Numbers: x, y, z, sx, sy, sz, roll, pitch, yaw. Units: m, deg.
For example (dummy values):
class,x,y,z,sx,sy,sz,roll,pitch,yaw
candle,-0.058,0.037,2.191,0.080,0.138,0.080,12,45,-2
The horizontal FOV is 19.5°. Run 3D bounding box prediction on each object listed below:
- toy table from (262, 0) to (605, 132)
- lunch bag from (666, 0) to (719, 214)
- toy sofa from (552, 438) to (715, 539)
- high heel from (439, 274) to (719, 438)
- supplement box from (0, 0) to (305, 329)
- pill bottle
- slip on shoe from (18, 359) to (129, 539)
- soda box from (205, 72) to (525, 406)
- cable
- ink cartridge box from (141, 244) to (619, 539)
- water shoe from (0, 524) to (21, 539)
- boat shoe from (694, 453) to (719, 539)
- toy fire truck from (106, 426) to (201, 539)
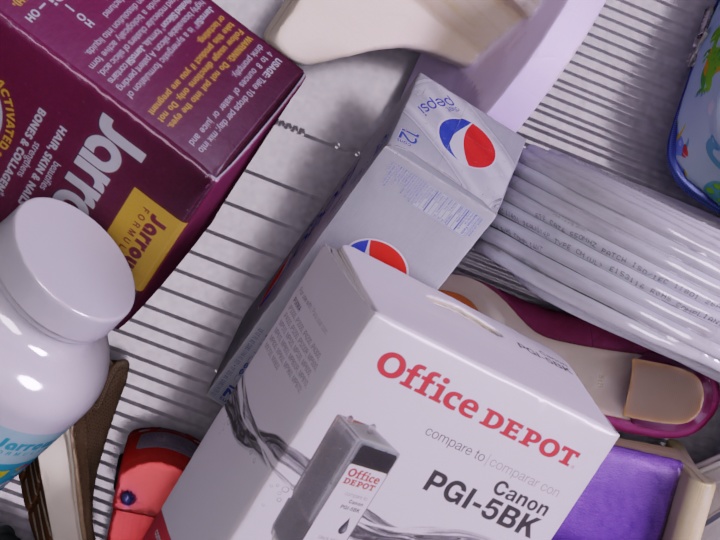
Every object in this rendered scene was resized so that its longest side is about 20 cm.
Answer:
class,x,y,z,sx,sy,sz,roll,pitch,yaw
toy table,0.044,-0.153,1.047,0.117,0.184,0.200,36,70,-23
lunch bag,0.266,-0.074,1.100,0.199,0.082,0.161,25,66,-10
toy sofa,0.078,0.124,1.089,0.199,0.098,0.083,12,104,-7
high heel,0.095,0.045,1.129,0.199,0.096,0.068,9,89,13
supplement box,-0.150,-0.091,1.015,0.200,0.131,0.103,37,44,-1
pill bottle,-0.194,0.052,0.990,0.111,0.111,0.200,45,119,-7
slip on shoe,-0.147,0.058,1.080,0.060,0.076,0.201,-7,87,-19
soda box,0.000,0.000,1.034,0.063,0.068,0.200,32,130,-7
cable,0.154,0.002,1.048,0.199,0.200,0.069,24,96,-9
ink cartridge box,0.002,0.111,0.972,0.146,0.083,0.200,26,103,-24
water shoe,-0.233,0.215,1.083,0.200,0.071,0.079,-42,61,6
boat shoe,0.245,0.086,1.089,0.200,0.073,0.066,-34,61,26
toy fire truck,-0.116,0.183,1.049,0.049,0.141,0.201,12,92,-4
